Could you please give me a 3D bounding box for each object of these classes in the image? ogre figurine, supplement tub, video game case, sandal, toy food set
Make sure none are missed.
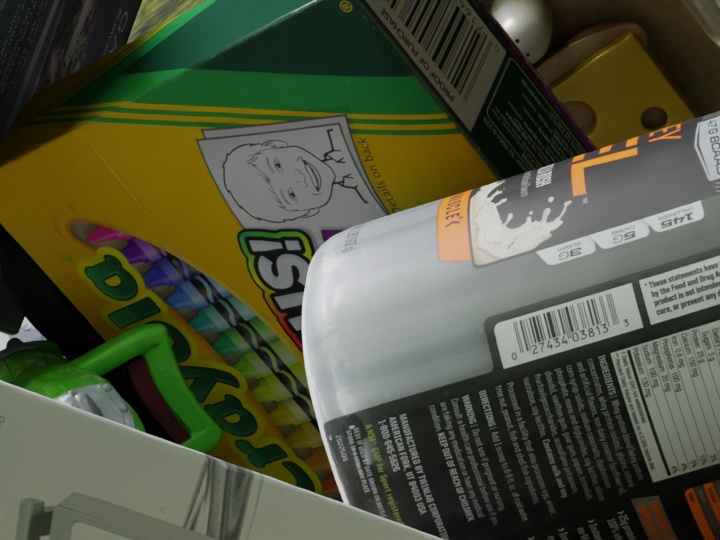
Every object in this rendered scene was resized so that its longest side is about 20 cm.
[{"bbox_3d":[-0.087,0.086,0.899,0.098,0.121,0.200,-16,10,5],"label":"ogre figurine"},{"bbox_3d":[0.093,0.021,0.783,0.199,0.123,0.123,-17,27,10],"label":"supplement tub"},{"bbox_3d":[-0.124,-0.054,0.934,0.200,0.019,0.144,41,-111,-81],"label":"video game case"},{"bbox_3d":[-0.060,0.027,1.000,0.048,0.200,0.076,-14,60,22],"label":"sandal"},{"bbox_3d":[0.045,-0.044,0.989,0.200,0.144,0.061,-33,23,18],"label":"toy food set"}]

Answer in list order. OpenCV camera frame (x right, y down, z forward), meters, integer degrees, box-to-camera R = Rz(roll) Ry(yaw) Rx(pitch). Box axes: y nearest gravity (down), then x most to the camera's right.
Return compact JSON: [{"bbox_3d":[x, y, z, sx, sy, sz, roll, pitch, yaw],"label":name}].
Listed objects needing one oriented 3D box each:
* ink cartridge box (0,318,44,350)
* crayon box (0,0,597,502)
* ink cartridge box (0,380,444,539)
[{"bbox_3d":[-0.091,-0.011,1.288,0.199,0.041,0.200,-12,36,50],"label":"ink cartridge box"},{"bbox_3d":[0.000,0.000,0.905,0.172,0.200,0.058,-24,26,36],"label":"crayon box"},{"bbox_3d":[-0.085,0.097,0.707,0.146,0.199,0.083,-30,44,55],"label":"ink cartridge box"}]
